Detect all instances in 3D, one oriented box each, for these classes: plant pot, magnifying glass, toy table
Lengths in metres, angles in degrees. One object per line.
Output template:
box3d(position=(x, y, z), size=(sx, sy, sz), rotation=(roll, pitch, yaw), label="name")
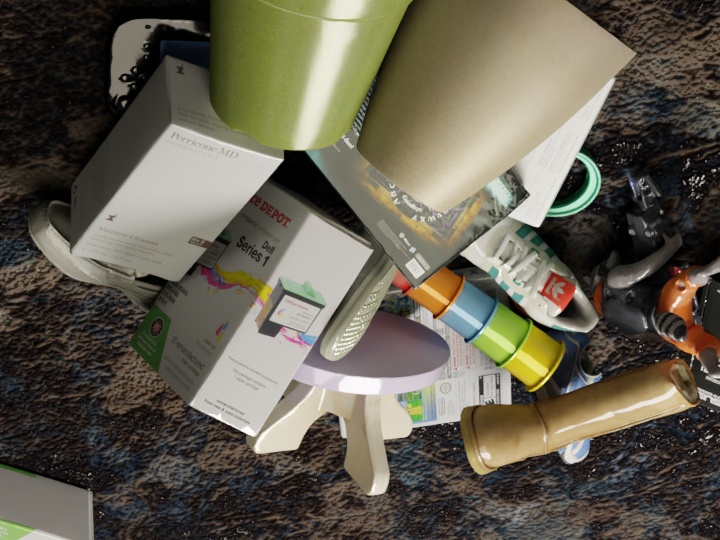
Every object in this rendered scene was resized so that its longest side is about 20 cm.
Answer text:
box3d(position=(0.091, -0.154, 1.481), size=(0.187, 0.187, 0.200), rotation=(31, 102, -31), label="plant pot")
box3d(position=(0.137, -0.105, 1.679), size=(0.199, 0.022, 0.080), rotation=(24, 123, -25), label="magnifying glass")
box3d(position=(-0.018, 0.113, 1.724), size=(0.199, 0.184, 0.118), rotation=(5, 118, -26), label="toy table")
box3d(position=(-0.044, -0.204, 1.436), size=(0.199, 0.200, 0.191), rotation=(4, 129, -13), label="plant pot")

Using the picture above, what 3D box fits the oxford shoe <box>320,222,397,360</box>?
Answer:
box3d(position=(0.000, 0.000, 1.649), size=(0.058, 0.200, 0.075), rotation=(24, 145, 5), label="oxford shoe")

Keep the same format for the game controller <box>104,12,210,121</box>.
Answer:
box3d(position=(-0.120, -0.171, 1.560), size=(0.199, 0.042, 0.105), rotation=(0, 131, -12), label="game controller")

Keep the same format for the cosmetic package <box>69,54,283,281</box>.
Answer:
box3d(position=(-0.161, -0.084, 1.559), size=(0.112, 0.081, 0.200), rotation=(15, 142, -27), label="cosmetic package")

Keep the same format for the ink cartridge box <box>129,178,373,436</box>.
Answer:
box3d(position=(-0.099, 0.023, 1.616), size=(0.084, 0.145, 0.200), rotation=(31, 92, -35), label="ink cartridge box")

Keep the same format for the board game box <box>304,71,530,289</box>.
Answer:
box3d(position=(0.039, -0.100, 1.584), size=(0.135, 0.028, 0.200), rotation=(-38, 109, 3), label="board game box")

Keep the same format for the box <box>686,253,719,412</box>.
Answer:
box3d(position=(0.432, 0.078, 1.786), size=(0.199, 0.086, 0.164), rotation=(22, 135, 20), label="box")

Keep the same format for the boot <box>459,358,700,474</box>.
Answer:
box3d(position=(0.208, 0.132, 1.727), size=(0.199, 0.066, 0.175), rotation=(-19, 173, 20), label="boot")

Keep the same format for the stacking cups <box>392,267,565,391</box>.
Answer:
box3d(position=(0.104, 0.034, 1.740), size=(0.200, 0.061, 0.061), rotation=(38, 118, -10), label="stacking cups")

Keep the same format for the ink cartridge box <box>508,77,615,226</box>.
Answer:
box3d(position=(0.104, -0.148, 1.615), size=(0.199, 0.047, 0.161), rotation=(23, 115, -7), label="ink cartridge box")

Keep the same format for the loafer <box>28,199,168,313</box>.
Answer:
box3d(position=(-0.215, -0.016, 1.659), size=(0.070, 0.070, 0.200), rotation=(-28, 141, 32), label="loafer")

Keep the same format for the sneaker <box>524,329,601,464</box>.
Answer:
box3d(position=(0.215, 0.130, 1.864), size=(0.077, 0.076, 0.200), rotation=(-27, 141, -1), label="sneaker")

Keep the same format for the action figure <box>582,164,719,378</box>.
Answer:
box3d(position=(0.276, 0.010, 1.713), size=(0.104, 0.193, 0.201), rotation=(-30, 110, -22), label="action figure")

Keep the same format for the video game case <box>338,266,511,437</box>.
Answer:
box3d(position=(0.061, 0.083, 1.832), size=(0.181, 0.022, 0.201), rotation=(-8, 133, -3), label="video game case")

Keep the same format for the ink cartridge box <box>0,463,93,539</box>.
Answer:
box3d(position=(-0.387, 0.303, 1.898), size=(0.145, 0.084, 0.200), rotation=(21, 124, -25), label="ink cartridge box")

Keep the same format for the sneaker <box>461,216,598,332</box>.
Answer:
box3d(position=(0.158, -0.007, 1.709), size=(0.070, 0.093, 0.200), rotation=(-51, 130, -7), label="sneaker")
